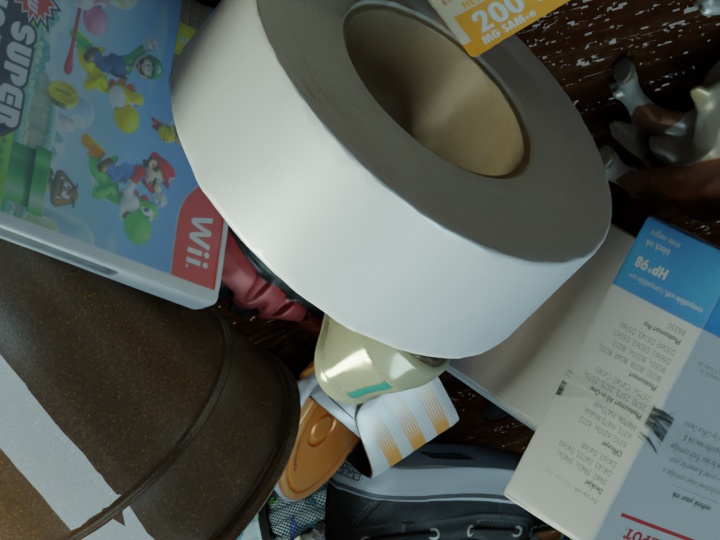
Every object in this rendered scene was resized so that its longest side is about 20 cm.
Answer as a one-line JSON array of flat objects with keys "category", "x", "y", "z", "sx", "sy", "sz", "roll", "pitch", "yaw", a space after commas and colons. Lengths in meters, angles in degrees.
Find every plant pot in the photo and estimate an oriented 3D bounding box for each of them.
[{"category": "plant pot", "x": -0.163, "y": 0.042, "z": 0.929, "sx": 0.200, "sy": 0.200, "sz": 0.198, "roll": -27, "pitch": 120, "yaw": 14}]

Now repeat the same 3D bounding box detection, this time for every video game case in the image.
[{"category": "video game case", "x": -0.135, "y": -0.079, "z": 0.853, "sx": 0.200, "sy": 0.143, "sz": 0.017, "roll": 22, "pitch": 155, "yaw": -38}]

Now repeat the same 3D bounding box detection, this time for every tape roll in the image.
[{"category": "tape roll", "x": 0.016, "y": -0.060, "z": 0.874, "sx": 0.202, "sy": 0.202, "sz": 0.071, "roll": 18, "pitch": 130, "yaw": -34}]

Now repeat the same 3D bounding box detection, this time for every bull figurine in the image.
[{"category": "bull figurine", "x": 0.210, "y": -0.101, "z": 0.998, "sx": 0.121, "sy": 0.065, "sz": 0.200, "roll": 17, "pitch": 129, "yaw": -29}]

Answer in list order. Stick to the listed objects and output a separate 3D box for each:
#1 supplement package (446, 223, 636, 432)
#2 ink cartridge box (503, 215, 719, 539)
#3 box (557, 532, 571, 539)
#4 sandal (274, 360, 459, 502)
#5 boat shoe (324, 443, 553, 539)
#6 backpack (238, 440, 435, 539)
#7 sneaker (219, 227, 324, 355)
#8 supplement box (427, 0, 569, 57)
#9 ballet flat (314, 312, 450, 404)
[{"category": "supplement package", "x": 0.158, "y": 0.061, "z": 1.100, "sx": 0.200, "sy": 0.117, "sz": 0.117, "roll": 35, "pitch": 89, "yaw": -44}, {"category": "ink cartridge box", "x": 0.152, "y": 0.087, "z": 0.979, "sx": 0.116, "sy": 0.067, "sz": 0.200, "roll": 25, "pitch": 94, "yaw": -44}, {"category": "box", "x": 0.121, "y": 0.226, "z": 1.132, "sx": 0.070, "sy": 0.064, "sz": 0.200, "roll": -5, "pitch": 142, "yaw": -27}, {"category": "sandal", "x": 0.034, "y": 0.046, "z": 1.009, "sx": 0.207, "sy": 0.059, "sz": 0.079, "roll": -47, "pitch": 149, "yaw": -8}, {"category": "boat shoe", "x": 0.061, "y": 0.140, "z": 1.120, "sx": 0.200, "sy": 0.070, "sz": 0.066, "roll": 7, "pitch": 98, "yaw": -41}, {"category": "backpack", "x": -0.011, "y": 0.208, "z": 1.225, "sx": 0.200, "sy": 0.147, "sz": 0.183, "roll": -28, "pitch": 137, "yaw": 19}, {"category": "sneaker", "x": 0.000, "y": 0.000, "z": 1.040, "sx": 0.098, "sy": 0.071, "sz": 0.200, "roll": -36, "pitch": 138, "yaw": 20}, {"category": "supplement box", "x": 0.049, "y": -0.197, "z": 0.820, "sx": 0.126, "sy": 0.074, "sz": 0.200, "roll": -29, "pitch": 139, "yaw": 15}, {"category": "ballet flat", "x": 0.011, "y": -0.008, "z": 0.935, "sx": 0.069, "sy": 0.200, "sz": 0.069, "roll": 4, "pitch": 126, "yaw": 5}]
